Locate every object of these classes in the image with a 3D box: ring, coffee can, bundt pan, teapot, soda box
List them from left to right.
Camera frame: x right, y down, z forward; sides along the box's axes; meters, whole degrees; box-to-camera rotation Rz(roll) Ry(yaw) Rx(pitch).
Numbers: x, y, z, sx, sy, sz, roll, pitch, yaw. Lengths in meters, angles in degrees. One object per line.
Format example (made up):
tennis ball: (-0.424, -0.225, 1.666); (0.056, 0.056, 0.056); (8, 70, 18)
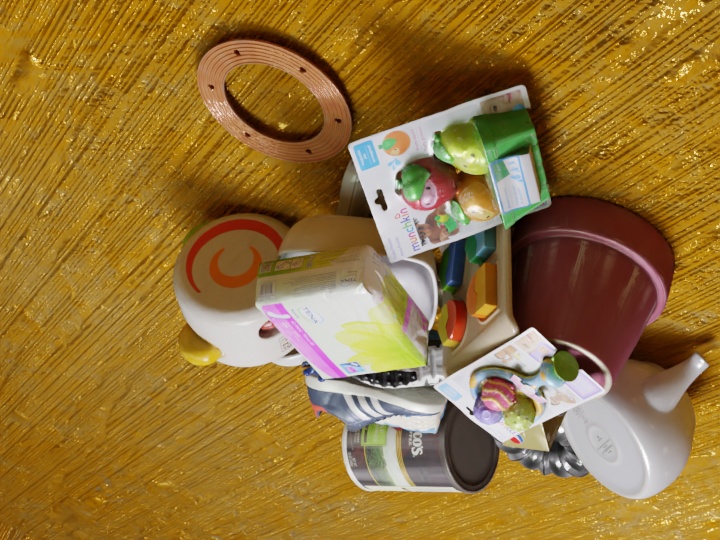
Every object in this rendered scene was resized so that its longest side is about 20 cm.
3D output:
ring: (-0.101, -0.203, 1.531); (0.198, 0.019, 0.201); (16, 146, 11)
coffee can: (0.091, 0.264, 1.963); (0.198, 0.147, 0.147); (-7, 137, 40)
soda box: (0.235, 0.132, 1.623); (0.063, 0.201, 0.068); (2, 128, 29)
bundt pan: (0.275, 0.235, 1.870); (0.200, 0.076, 0.203); (16, 147, 11)
teapot: (0.368, 0.193, 1.696); (0.199, 0.145, 0.199); (19, 134, 55)

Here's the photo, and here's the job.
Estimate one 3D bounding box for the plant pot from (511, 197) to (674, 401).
plant pot: (0.253, 0.044, 1.511); (0.198, 0.180, 0.201); (17, 147, 11)

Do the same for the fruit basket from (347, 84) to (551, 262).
fruit basket: (0.104, -0.098, 1.408); (0.198, 0.094, 0.186); (-22, 133, -1)

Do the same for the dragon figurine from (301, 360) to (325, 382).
dragon figurine: (-0.005, 0.062, 1.705); (0.100, 0.199, 0.059); (52, 178, 19)

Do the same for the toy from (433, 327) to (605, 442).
toy: (0.174, 0.148, 1.482); (0.115, 0.047, 0.200); (40, 139, -10)

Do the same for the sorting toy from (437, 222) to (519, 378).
sorting toy: (0.131, 0.015, 1.538); (0.036, 0.202, 0.185); (7, 153, -19)

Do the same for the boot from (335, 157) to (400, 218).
boot: (0.021, -0.060, 1.606); (0.095, 0.074, 0.201); (25, 147, 10)

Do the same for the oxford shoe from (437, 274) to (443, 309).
oxford shoe: (0.157, 0.082, 1.725); (0.070, 0.074, 0.200); (-14, 132, 44)

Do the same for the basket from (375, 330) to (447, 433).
basket: (0.048, 0.135, 1.808); (0.174, 0.140, 0.201); (10, 150, 14)

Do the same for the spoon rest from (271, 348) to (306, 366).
spoon rest: (-0.105, 0.082, 1.832); (0.200, 0.098, 0.061); (-136, 25, -68)

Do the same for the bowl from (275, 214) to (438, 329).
bowl: (0.000, 0.000, 1.586); (0.197, 0.075, 0.200); (6, 150, 5)

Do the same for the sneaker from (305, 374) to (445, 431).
sneaker: (0.021, 0.180, 1.731); (0.198, 0.075, 0.085); (10, 118, 24)

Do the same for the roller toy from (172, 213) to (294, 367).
roller toy: (-0.155, 0.032, 1.746); (0.180, 0.202, 0.140); (-2, 144, 7)

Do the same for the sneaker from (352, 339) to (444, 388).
sneaker: (0.072, 0.121, 1.674); (0.197, 0.067, 0.091); (-1, 171, 0)

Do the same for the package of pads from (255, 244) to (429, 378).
package of pads: (-0.014, 0.054, 1.537); (0.153, 0.069, 0.200); (-10, 144, 24)
